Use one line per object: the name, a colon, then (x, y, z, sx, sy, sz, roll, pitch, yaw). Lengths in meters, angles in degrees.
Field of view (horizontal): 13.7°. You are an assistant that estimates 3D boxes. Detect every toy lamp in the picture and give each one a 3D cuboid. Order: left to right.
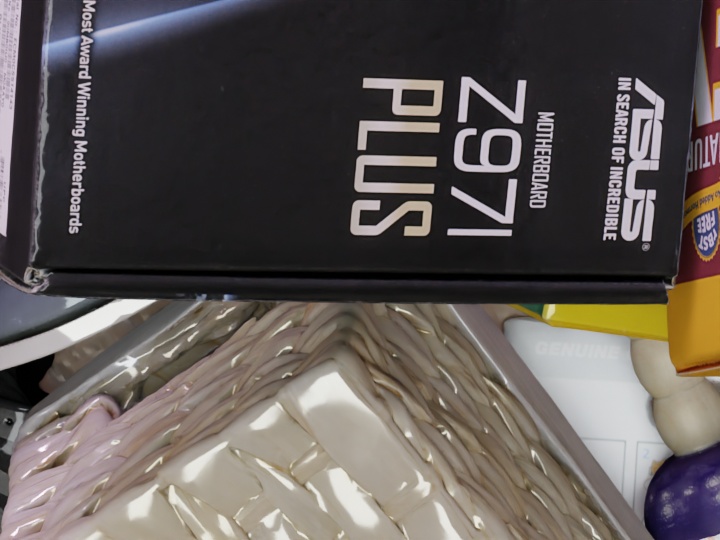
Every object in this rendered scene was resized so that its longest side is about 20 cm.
toy lamp: (0.070, -0.020, 0.872, 0.058, 0.058, 0.200, -21, 94, 9)

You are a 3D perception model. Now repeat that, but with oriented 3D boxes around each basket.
basket: (0.006, 0.102, 0.821, 0.135, 0.123, 0.200, -34, 104, 13)

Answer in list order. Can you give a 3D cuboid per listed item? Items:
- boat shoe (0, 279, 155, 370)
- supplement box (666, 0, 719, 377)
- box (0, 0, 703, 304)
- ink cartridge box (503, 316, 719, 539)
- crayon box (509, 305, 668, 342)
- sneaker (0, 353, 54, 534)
boat shoe: (-0.128, -0.003, 0.871, 0.200, 0.073, 0.062, -13, 104, 27)
supplement box: (0.186, -0.077, 0.713, 0.199, 0.133, 0.198, 0, 85, -19)
box: (-0.006, -0.097, 0.706, 0.163, 0.086, 0.201, 1, 100, -22)
ink cartridge box: (0.116, 0.121, 0.929, 0.162, 0.057, 0.201, 4, 84, 3)
crayon box: (0.136, -0.075, 0.820, 0.172, 0.058, 0.201, 9, 97, -18)
sneaker: (-0.118, 0.064, 0.911, 0.199, 0.071, 0.083, -10, 99, 1)
